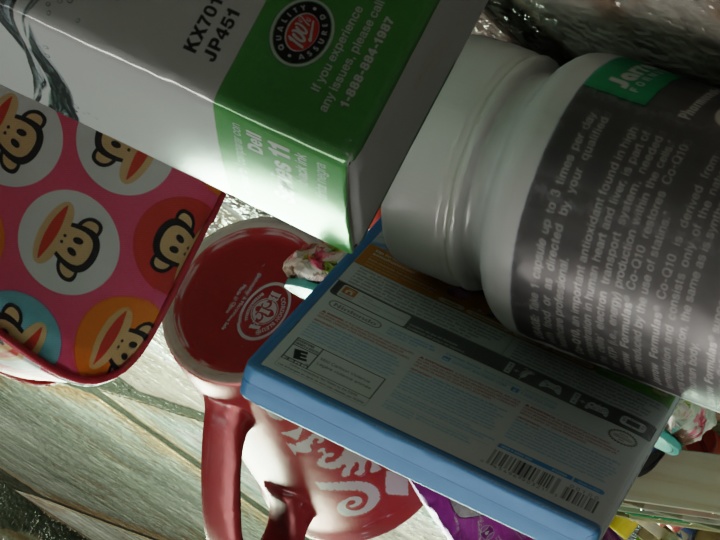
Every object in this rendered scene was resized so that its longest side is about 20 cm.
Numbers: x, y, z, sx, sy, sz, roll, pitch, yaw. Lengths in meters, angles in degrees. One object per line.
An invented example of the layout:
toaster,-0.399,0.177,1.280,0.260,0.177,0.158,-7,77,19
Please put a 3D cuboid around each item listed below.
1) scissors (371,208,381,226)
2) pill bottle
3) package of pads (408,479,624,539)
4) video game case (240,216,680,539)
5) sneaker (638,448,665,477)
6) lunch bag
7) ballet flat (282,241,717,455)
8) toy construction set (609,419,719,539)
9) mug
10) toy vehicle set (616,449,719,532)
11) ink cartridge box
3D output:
scissors,0.000,0.000,1.087,0.073,0.014,0.201,38,143,51
pill bottle,0.115,-0.014,0.847,0.199,0.114,0.113,21,164,24
package of pads,0.104,0.153,1.385,0.121,0.076,0.200,52,-175,22
video game case,0.057,0.027,0.892,0.142,0.200,0.018,24,123,12
sneaker,0.065,0.021,1.051,0.200,0.075,0.079,45,164,23
lunch bag,-0.137,-0.068,0.953,0.176,0.201,0.082,37,162,-22
ballet flat,0.066,0.017,0.989,0.199,0.064,0.076,23,171,5
toy construction set,0.178,0.130,1.259,0.131,0.092,0.200,40,167,30
mug,-0.033,0.082,1.351,0.132,0.179,0.200,-9,148,14
toy vehicle set,0.174,0.107,1.078,0.199,0.027,0.124,3,169,43
ink cartridge box,-0.059,-0.119,0.742,0.199,0.147,0.083,24,164,10
